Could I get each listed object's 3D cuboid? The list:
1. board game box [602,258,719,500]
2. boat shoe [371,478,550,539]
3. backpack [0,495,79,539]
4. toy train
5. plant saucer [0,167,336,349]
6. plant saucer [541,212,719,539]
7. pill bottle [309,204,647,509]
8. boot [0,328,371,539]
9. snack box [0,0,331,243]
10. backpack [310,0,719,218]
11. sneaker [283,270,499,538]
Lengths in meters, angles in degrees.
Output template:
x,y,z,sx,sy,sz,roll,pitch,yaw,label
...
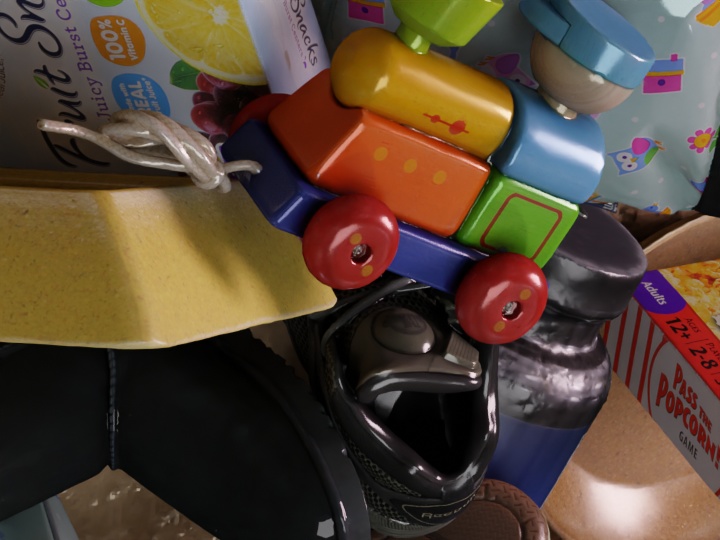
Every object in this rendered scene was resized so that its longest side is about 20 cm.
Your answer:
x,y,z,sx,sy,sz,roll,pitch,yaw,label
0.225,0.046,1.285,0.199,0.152,0.047,-9,127,-23,board game box
-0.003,0.164,1.221,0.202,0.075,0.075,-42,165,-2,boat shoe
-0.166,0.184,1.209,0.152,0.176,0.201,-11,132,-16,backpack
0.002,-0.061,1.009,0.199,0.085,0.116,21,111,-37,toy train
-0.128,-0.009,1.034,0.199,0.200,0.049,3,95,17,plant saucer
0.156,0.044,1.371,0.199,0.035,0.201,-15,129,-19,plant saucer
0.036,0.059,1.268,0.111,0.112,0.201,13,116,-34,pill bottle
-0.109,0.068,1.144,0.162,0.198,0.074,-20,138,-25,boot
-0.093,-0.097,1.075,0.141,0.053,0.201,3,135,24,snack box
0.077,-0.103,1.129,0.199,0.127,0.168,12,124,3,backpack
0.000,0.000,1.149,0.076,0.200,0.114,-19,172,-15,sneaker
